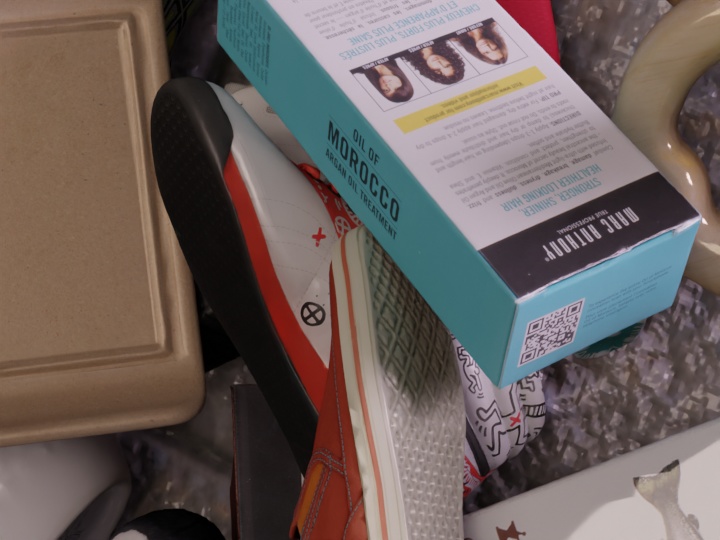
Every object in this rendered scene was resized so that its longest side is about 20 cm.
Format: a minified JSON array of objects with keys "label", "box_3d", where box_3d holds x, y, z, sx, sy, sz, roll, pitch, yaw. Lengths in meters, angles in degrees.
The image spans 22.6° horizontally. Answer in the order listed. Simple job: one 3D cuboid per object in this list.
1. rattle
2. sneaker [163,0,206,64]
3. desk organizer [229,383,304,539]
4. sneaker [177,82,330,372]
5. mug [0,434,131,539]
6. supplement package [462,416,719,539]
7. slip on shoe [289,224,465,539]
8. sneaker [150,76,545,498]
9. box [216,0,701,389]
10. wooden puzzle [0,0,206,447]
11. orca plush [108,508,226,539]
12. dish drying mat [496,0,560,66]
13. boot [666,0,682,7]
[{"label":"rattle","box_3d":[0.118,-0.014,0.660,0.199,0.143,0.130,-29,114,27]},{"label":"sneaker","box_3d":[-0.101,-0.132,0.808,0.075,0.076,0.202,19,99,4]},{"label":"desk organizer","box_3d":[-0.016,0.150,0.739,0.071,0.077,0.201,0,51,-7]},{"label":"sneaker","box_3d":[-0.045,-0.032,0.793,0.200,0.074,0.089,-43,71,4]},{"label":"mug","box_3d":[-0.182,0.057,0.816,0.175,0.148,0.200,36,75,11]},{"label":"supplement package","box_3d":[0.127,0.124,0.685,0.199,0.117,0.118,-24,76,20]},{"label":"slip on shoe","box_3d":[0.002,0.081,0.648,0.061,0.074,0.202,-11,73,28]},{"label":"sneaker","box_3d":[0.000,0.001,0.727,0.203,0.107,0.067,63,153,-2]},{"label":"box","box_3d":[0.030,-0.055,0.666,0.082,0.049,0.200,-22,56,-24]},{"label":"wooden puzzle","box_3d":[-0.165,-0.025,0.743,0.183,0.037,0.202,-6,81,-9]},{"label":"orca plush","box_3d":[-0.075,0.168,0.778,0.105,0.071,0.202,28,131,35]},{"label":"dish drying mat","box_3d":[0.038,-0.136,0.758,0.076,0.018,0.202,-13,65,13]},{"label":"boot","box_3d":[0.223,-0.141,0.690,0.144,0.071,0.202,38,107,15]}]
